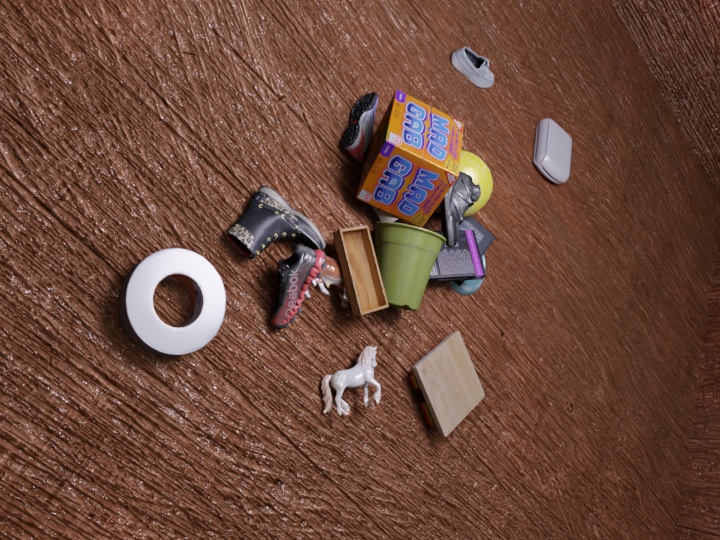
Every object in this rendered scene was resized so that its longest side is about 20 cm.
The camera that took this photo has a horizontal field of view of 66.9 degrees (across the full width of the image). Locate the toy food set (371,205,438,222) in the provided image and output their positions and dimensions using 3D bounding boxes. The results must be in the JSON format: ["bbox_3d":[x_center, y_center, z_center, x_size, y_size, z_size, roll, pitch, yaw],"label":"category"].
[{"bbox_3d":[0.109,-0.199,1.493,0.196,0.061,0.146,-19,70,-35],"label":"toy food set"}]

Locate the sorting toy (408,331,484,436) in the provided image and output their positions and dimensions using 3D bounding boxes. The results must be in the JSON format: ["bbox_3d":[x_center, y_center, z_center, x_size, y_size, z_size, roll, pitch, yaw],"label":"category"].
[{"bbox_3d":[0.228,0.306,1.488,0.196,0.069,0.206,-30,99,-38],"label":"sorting toy"}]

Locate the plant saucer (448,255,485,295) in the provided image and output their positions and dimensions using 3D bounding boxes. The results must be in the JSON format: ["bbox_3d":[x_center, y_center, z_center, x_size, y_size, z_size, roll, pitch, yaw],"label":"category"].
[{"bbox_3d":[0.320,-0.029,1.656,0.195,0.027,0.208,9,75,-36],"label":"plant saucer"}]

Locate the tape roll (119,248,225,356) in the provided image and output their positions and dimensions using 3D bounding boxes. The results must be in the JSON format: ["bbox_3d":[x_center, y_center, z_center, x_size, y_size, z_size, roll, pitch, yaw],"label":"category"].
[{"bbox_3d":[-0.368,0.064,1.074,0.195,0.065,0.208,10,75,-37],"label":"tape roll"}]

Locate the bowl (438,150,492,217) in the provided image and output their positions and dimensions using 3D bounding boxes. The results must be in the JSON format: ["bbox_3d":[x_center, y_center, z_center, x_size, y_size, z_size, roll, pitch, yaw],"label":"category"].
[{"bbox_3d":[0.265,-0.222,1.531,0.202,0.197,0.109,51,43,-17],"label":"bowl"}]

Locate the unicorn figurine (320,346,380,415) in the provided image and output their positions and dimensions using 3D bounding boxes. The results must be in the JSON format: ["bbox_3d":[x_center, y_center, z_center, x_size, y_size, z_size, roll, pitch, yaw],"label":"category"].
[{"bbox_3d":[-0.007,0.262,1.308,0.194,0.074,0.142,-9,75,-33],"label":"unicorn figurine"}]

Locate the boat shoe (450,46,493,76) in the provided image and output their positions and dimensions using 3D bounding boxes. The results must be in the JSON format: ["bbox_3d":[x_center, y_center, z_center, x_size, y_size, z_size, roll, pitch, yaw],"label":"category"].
[{"bbox_3d":[0.389,-0.676,1.813,0.196,0.071,0.073,19,70,-34],"label":"boat shoe"}]

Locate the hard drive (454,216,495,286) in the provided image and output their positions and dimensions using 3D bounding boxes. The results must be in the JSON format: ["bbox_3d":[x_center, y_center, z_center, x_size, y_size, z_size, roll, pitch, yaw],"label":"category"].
[{"bbox_3d":[0.293,-0.072,1.597,0.139,0.033,0.201,40,61,5],"label":"hard drive"}]

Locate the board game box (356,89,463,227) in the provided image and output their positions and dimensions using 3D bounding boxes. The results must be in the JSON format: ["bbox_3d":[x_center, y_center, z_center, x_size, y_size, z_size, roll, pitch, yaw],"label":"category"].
[{"bbox_3d":[0.124,-0.280,1.382,0.194,0.201,0.205,22,51,-11],"label":"board game box"}]

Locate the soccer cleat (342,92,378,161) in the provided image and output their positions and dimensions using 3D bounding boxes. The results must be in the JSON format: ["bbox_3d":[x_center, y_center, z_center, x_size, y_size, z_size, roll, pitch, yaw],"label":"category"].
[{"bbox_3d":[0.009,-0.391,1.471,0.073,0.066,0.205,45,54,-44],"label":"soccer cleat"}]

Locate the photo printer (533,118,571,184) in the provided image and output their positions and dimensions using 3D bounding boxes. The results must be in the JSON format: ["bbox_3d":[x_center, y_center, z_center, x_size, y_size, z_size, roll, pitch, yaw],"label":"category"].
[{"bbox_3d":[0.713,-0.433,2.019,0.163,0.069,0.207,27,65,-31],"label":"photo printer"}]

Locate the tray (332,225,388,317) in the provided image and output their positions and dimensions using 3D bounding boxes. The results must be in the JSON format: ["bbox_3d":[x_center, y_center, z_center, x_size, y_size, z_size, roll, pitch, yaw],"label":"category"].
[{"bbox_3d":[0.000,0.000,1.314,0.097,0.036,0.207,-11,84,-44],"label":"tray"}]

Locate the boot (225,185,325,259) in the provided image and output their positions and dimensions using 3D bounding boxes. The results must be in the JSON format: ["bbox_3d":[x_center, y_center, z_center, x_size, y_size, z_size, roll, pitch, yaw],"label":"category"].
[{"bbox_3d":[-0.190,-0.073,1.230,0.202,0.073,0.155,41,60,-8],"label":"boot"}]

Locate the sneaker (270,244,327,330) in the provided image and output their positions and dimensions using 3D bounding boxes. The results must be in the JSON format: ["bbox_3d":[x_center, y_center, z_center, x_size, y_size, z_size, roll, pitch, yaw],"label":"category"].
[{"bbox_3d":[-0.158,0.031,1.209,0.096,0.071,0.204,27,97,-27],"label":"sneaker"}]

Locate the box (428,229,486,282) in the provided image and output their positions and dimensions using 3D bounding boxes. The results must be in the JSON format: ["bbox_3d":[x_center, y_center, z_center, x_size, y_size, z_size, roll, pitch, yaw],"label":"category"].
[{"bbox_3d":[0.246,-0.042,1.531,0.193,0.036,0.148,-1,65,-18],"label":"box"}]

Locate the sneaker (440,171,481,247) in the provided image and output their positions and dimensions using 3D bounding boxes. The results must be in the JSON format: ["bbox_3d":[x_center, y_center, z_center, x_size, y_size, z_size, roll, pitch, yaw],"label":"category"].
[{"bbox_3d":[0.264,-0.162,1.421,0.110,0.076,0.207,2,77,-1],"label":"sneaker"}]

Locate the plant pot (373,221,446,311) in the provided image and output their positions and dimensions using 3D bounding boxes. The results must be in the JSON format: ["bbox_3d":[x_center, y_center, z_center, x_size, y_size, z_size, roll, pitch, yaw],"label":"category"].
[{"bbox_3d":[0.109,-0.002,1.400,0.195,0.197,0.197,16,82,-34],"label":"plant pot"}]

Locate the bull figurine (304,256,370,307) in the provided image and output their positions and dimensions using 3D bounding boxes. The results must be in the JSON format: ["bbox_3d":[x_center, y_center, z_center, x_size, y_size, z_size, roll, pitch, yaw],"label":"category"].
[{"bbox_3d":[-0.061,0.015,1.320,0.195,0.065,0.126,13,62,-33],"label":"bull figurine"}]
